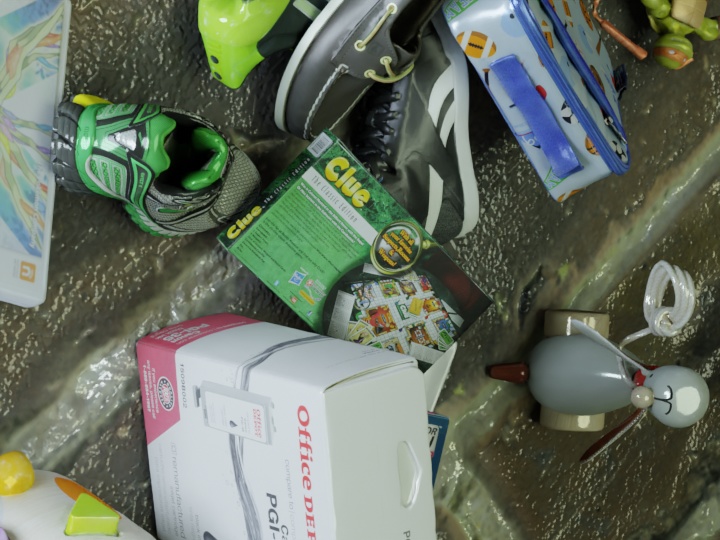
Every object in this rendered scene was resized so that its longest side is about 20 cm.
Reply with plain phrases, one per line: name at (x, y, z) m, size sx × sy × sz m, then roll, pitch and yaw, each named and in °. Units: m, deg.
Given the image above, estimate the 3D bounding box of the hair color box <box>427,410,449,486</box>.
hair color box at (-0.012, 0.183, 1.690) m, size 0.060 × 0.100 × 0.200 m, roll 13°, pitch 90°, yaw -41°

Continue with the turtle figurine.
turtle figurine at (0.252, -0.215, 1.889) m, size 0.200 × 0.064 × 0.161 m, roll 19°, pitch 78°, yaw -32°

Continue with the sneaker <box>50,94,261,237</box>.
sneaker at (-0.113, -0.061, 1.577) m, size 0.200 × 0.085 × 0.078 m, roll 12°, pitch 85°, yaw -65°

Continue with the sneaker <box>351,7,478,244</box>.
sneaker at (0.016, -0.098, 1.708) m, size 0.112 × 0.073 × 0.200 m, roll -27°, pitch 114°, yaw -33°

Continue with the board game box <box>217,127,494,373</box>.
board game box at (0.000, 0.000, 1.690) m, size 0.105 × 0.023 × 0.200 m, roll -43°, pitch 130°, yaw 2°

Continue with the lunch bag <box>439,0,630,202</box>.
lunch bag at (0.124, -0.150, 1.734) m, size 0.200 × 0.076 × 0.160 m, roll 53°, pitch 21°, yaw -34°

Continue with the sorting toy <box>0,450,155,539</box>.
sorting toy at (-0.186, 0.212, 1.518) m, size 0.200 × 0.180 × 0.107 m, roll -44°, pitch 137°, yaw -26°

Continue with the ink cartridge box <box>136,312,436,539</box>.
ink cartridge box at (-0.050, 0.117, 1.609) m, size 0.083 × 0.200 × 0.147 m, roll -15°, pitch 107°, yaw -37°

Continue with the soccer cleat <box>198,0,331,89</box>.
soccer cleat at (-0.034, -0.192, 1.663) m, size 0.200 × 0.067 × 0.081 m, roll -36°, pitch 143°, yaw -34°

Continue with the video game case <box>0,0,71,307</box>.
video game case at (-0.255, -0.094, 1.475) m, size 0.182 × 0.022 × 0.200 m, roll 18°, pitch 67°, yaw -41°

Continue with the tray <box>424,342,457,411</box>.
tray at (-0.006, 0.123, 1.765) m, size 0.107 × 0.022 × 0.200 m, roll 27°, pitch 80°, yaw -40°

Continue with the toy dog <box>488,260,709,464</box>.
toy dog at (0.164, 0.076, 1.810) m, size 0.096 × 0.200 × 0.132 m, roll -2°, pitch 75°, yaw -23°

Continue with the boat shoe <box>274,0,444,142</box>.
boat shoe at (0.014, -0.161, 1.640) m, size 0.201 × 0.061 × 0.072 m, roll -58°, pitch 159°, yaw 20°
